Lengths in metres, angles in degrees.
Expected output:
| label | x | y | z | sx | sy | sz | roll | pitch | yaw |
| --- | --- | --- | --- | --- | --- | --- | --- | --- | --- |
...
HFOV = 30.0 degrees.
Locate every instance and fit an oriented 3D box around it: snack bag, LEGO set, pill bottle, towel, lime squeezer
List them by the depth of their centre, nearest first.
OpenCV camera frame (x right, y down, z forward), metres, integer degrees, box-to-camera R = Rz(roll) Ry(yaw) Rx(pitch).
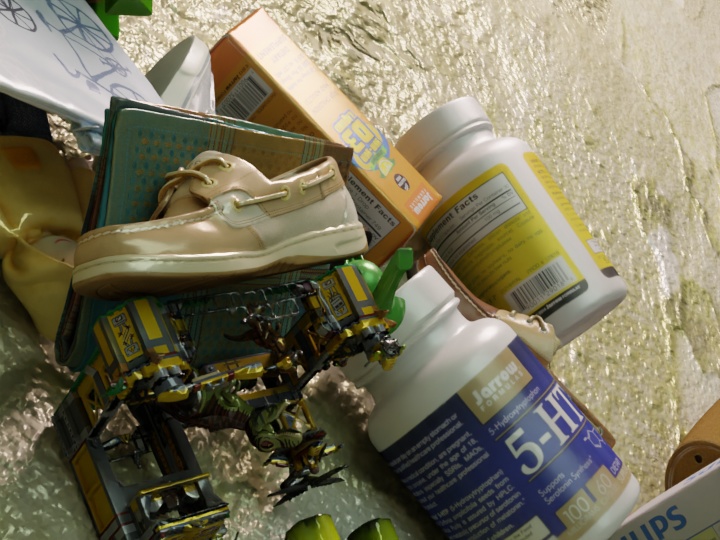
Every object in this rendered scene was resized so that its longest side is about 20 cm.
| label | x | y | z | sx | sy | sz | roll | pitch | yaw |
| --- | --- | --- | --- | --- | --- | --- | --- | --- | --- |
| LEGO set | -0.061 | 0.086 | 0.711 | 0.199 | 0.154 | 0.116 | -4 | 59 | -46 |
| snack bag | -0.190 | -0.131 | 0.764 | 0.189 | 0.021 | 0.199 | 52 | 17 | 29 |
| towel | -0.083 | -0.014 | 0.768 | 0.022 | 0.148 | 0.199 | 18 | 9 | 36 |
| lime squeezer | 0.000 | 0.000 | 0.815 | 0.200 | 0.037 | 0.071 | -127 | -160 | -72 |
| pill bottle | 0.075 | 0.102 | 0.874 | 0.200 | 0.120 | 0.120 | 50 | 33 | 3 |
| pill bottle | 0.111 | -0.033 | 1.058 | 0.111 | 0.111 | 0.201 | -14 | 68 | -53 |

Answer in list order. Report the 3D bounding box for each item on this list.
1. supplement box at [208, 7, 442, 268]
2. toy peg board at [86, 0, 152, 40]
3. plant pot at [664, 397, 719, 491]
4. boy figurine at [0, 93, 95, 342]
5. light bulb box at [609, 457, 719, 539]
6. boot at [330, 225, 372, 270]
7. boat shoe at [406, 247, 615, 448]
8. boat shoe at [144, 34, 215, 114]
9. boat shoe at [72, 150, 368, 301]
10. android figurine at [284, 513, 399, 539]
| label | x | y | z | sx | sy | sz | roll | pitch | yaw |
| --- | --- | --- | --- | --- | --- | --- | --- | --- | --- |
| supplement box | -0.033 | -0.095 | 0.997 | 0.200 | 0.069 | 0.067 | 47 | 36 | -6 |
| toy peg board | -0.189 | -0.240 | 0.863 | 0.198 | 0.199 | 0.099 | 15 | 60 | -39 |
| plant pot | 0.348 | 0.157 | 1.097 | 0.199 | 0.187 | 0.187 | -11 | 64 | -37 |
| boy figurine | -0.198 | -0.051 | 0.769 | 0.124 | 0.064 | 0.201 | 9 | 46 | -47 |
| light bulb box | 0.298 | 0.222 | 0.934 | 0.124 | 0.198 | 0.201 | -15 | 68 | -52 |
| boot | -0.067 | -0.026 | 0.886 | 0.075 | 0.074 | 0.200 | 44 | 17 | 16 |
| boat shoe | 0.109 | 0.066 | 0.970 | 0.201 | 0.074 | 0.076 | 55 | -2 | 0 |
| boat shoe | -0.124 | -0.072 | 0.880 | 0.071 | 0.070 | 0.202 | 41 | 37 | -28 |
| boat shoe | -0.075 | -0.028 | 0.704 | 0.199 | 0.073 | 0.070 | -10 | 88 | -54 |
| android figurine | 0.028 | 0.228 | 0.742 | 0.181 | 0.041 | 0.201 | 19 | 36 | -51 |
